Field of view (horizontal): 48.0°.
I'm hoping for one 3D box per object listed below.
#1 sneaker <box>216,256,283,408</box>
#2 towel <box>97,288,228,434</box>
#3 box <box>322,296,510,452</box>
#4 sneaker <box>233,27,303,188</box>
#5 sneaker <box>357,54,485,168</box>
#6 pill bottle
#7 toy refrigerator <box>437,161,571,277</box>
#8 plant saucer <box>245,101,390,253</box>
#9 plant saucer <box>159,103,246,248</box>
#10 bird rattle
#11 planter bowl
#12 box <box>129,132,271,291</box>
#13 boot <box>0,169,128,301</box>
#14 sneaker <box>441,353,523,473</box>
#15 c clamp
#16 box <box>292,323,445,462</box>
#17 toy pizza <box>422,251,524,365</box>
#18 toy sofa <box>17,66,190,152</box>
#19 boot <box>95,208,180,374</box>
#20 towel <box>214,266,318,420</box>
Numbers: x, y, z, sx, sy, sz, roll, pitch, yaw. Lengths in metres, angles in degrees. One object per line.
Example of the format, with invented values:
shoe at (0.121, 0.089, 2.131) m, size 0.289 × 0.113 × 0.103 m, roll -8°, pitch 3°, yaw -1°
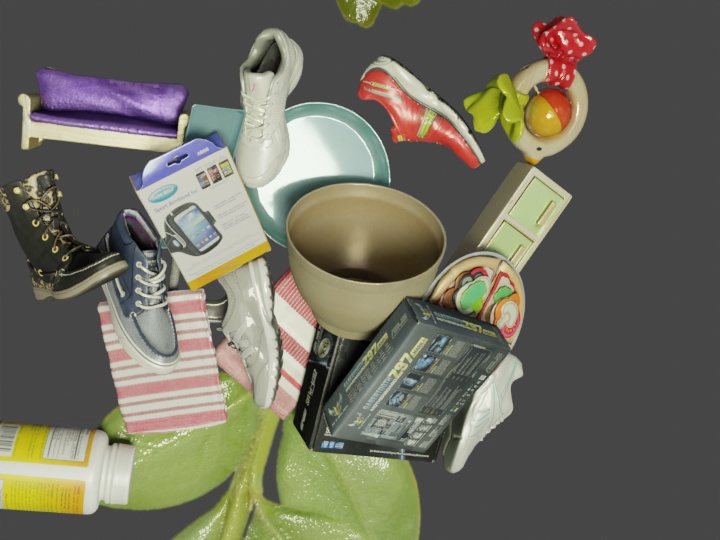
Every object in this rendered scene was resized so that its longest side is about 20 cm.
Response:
sneaker at (-0.150, 0.085, 1.085) m, size 0.081 × 0.075 × 0.203 m, roll -7°, pitch 91°, yaw 0°
towel at (-0.264, 0.125, 1.095) m, size 0.145 × 0.030 × 0.202 m, roll -7°, pitch 107°, yaw 1°
box at (0.068, 0.136, 1.010) m, size 0.157 × 0.051 × 0.201 m, roll 16°, pitch 120°, yaw -34°
sneaker at (-0.126, -0.205, 0.996) m, size 0.077 × 0.099 × 0.202 m, roll 7°, pitch 86°, yaw 9°
sneaker at (0.080, -0.198, 1.081) m, size 0.199 × 0.077 × 0.085 m, roll 39°, pitch 105°, yaw -10°
pill bottle at (-0.404, 0.262, 1.070) m, size 0.198 × 0.109 × 0.111 m, roll 8°, pitch 102°, yaw -12°
toy refrigerator at (0.201, -0.045, 1.133) m, size 0.076 × 0.070 × 0.201 m, roll 33°, pitch 95°, yaw -16°
plant saucer at (-0.059, -0.123, 1.087) m, size 0.198 × 0.027 × 0.203 m, roll -3°, pitch 104°, yaw -10°
plant saucer at (-0.199, -0.114, 0.999) m, size 0.069 × 0.019 × 0.201 m, roll -1°, pitch 127°, yaw -34°
bird rattle at (0.245, -0.240, 1.101) m, size 0.200 × 0.112 × 0.164 m, roll -42°, pitch 119°, yaw -12°
planter bowl at (0.000, 0.000, 1.030) m, size 0.198 × 0.201 × 0.136 m, roll 0°, pitch 131°, yaw -11°
box at (-0.196, -0.076, 0.993) m, size 0.118 × 0.042 × 0.201 m, roll -28°, pitch 135°, yaw -10°
boot at (-0.365, -0.045, 0.977) m, size 0.073 × 0.199 × 0.152 m, roll -27°, pitch 103°, yaw -39°
sneaker at (0.180, 0.210, 1.191) m, size 0.080 × 0.070 × 0.202 m, roll 19°, pitch 99°, yaw -17°
c clamp at (-0.223, -0.007, 1.083) m, size 0.169 × 0.027 × 0.202 m, roll 13°, pitch 101°, yaw -13°
box at (0.026, 0.167, 1.125) m, size 0.198 × 0.086 × 0.166 m, roll 12°, pitch 101°, yaw -23°
toy pizza at (0.151, 0.074, 1.078) m, size 0.198 × 0.032 × 0.202 m, roll -13°, pitch 114°, yaw -31°
toy sofa at (-0.309, -0.190, 0.994) m, size 0.198 × 0.083 × 0.099 m, roll 5°, pitch 103°, yaw -12°
boot at (-0.269, 0.024, 1.001) m, size 0.090 × 0.072 × 0.201 m, roll -47°, pitch 68°, yaw 38°
towel at (-0.094, 0.092, 1.135) m, size 0.144 × 0.023 × 0.200 m, roll 44°, pitch 91°, yaw -15°
